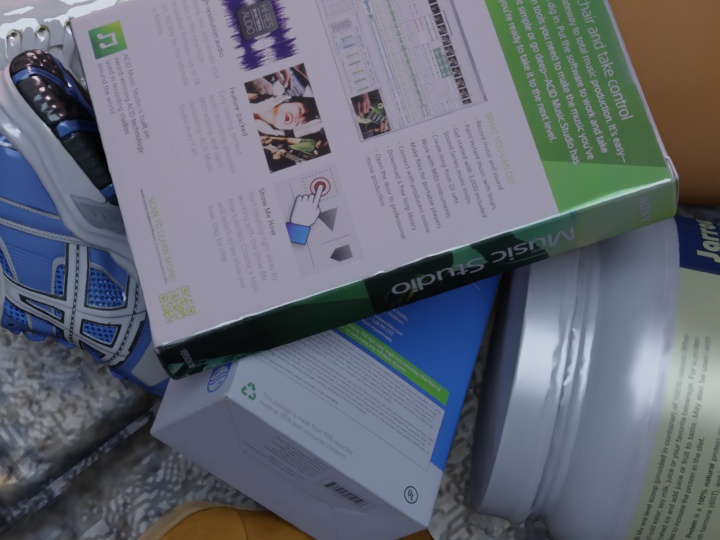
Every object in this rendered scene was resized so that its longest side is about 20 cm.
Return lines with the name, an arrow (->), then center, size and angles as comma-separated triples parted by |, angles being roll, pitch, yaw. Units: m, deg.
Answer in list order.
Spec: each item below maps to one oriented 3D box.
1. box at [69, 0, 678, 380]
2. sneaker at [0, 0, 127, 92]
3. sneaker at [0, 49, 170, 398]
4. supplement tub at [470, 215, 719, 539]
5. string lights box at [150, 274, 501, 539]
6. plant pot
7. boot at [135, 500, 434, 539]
box -> 0.003, -0.058, 0.850 | 0.198, 0.036, 0.145 | -18, 66, 2
sneaker -> -0.142, -0.084, 0.954 | 0.198, 0.073, 0.085 | -3, 39, 8
sneaker -> -0.107, 0.002, 0.928 | 0.077, 0.076, 0.201 | -31, 121, 8
supplement tub -> 0.153, 0.056, 0.928 | 0.198, 0.145, 0.146 | 11, 78, -2
string lights box -> 0.000, 0.000, 0.921 | 0.102, 0.059, 0.201 | 35, 54, -23
plant pot -> 0.139, -0.110, 0.948 | 0.139, 0.200, 0.202 | -9, 79, 12
boot -> -0.033, 0.153, 0.904 | 0.144, 0.071, 0.201 | 49, 50, 3
